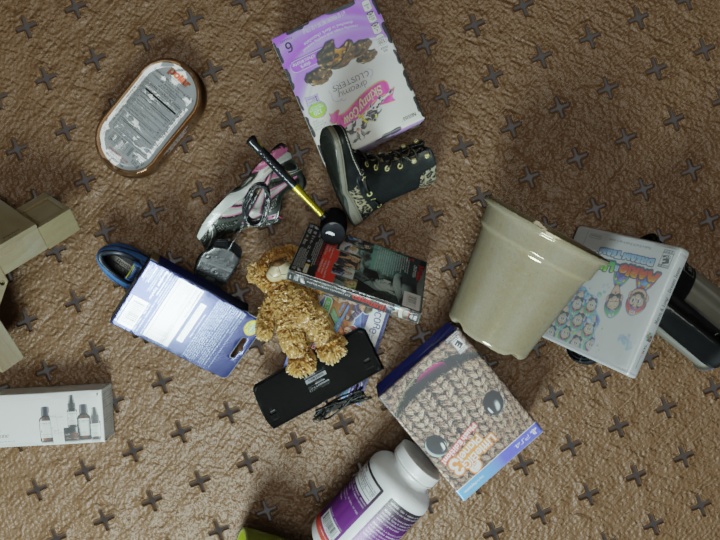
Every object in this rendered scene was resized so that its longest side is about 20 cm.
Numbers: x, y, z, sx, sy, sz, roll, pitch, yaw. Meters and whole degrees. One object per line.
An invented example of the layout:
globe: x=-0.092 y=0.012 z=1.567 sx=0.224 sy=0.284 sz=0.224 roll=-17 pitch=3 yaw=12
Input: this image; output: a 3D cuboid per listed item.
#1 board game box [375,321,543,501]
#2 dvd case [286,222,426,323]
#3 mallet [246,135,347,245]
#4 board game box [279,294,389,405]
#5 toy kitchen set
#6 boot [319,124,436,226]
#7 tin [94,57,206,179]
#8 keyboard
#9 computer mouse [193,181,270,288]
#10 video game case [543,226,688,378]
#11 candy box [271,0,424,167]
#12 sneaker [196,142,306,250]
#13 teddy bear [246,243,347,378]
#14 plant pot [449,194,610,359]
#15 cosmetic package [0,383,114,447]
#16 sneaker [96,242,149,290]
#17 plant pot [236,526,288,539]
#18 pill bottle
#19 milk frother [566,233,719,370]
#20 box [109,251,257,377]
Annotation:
board game box: x=0.145 y=0.208 z=1.032 sx=0.159 sy=0.097 sz=0.201 roll=-41 pitch=92 yaw=1
dvd case: x=0.000 y=0.000 z=1.006 sx=0.197 sy=0.147 sz=0.022 roll=17 pitch=122 yaw=-2
mallet: x=-0.091 y=-0.114 z=0.989 sx=0.041 sy=0.066 sz=0.200 roll=-39 pitch=118 yaw=16
board game box: x=-0.031 y=0.090 z=1.056 sx=0.133 sy=0.034 sz=0.203 roll=19 pitch=92 yaw=-1
toy kitchen set: x=-0.537 y=-0.002 z=1.040 sx=0.162 sy=0.182 sz=0.200 roll=26 pitch=52 yaw=34
boot: x=0.029 y=-0.160 z=0.982 sx=0.152 sy=0.204 sz=0.074 roll=-25 pitch=60 yaw=-4
tin: x=-0.321 y=-0.233 z=1.043 sx=0.112 sy=0.042 sz=0.201 roll=39 pitch=91 yaw=-6
keyboard: x=-0.058 y=0.177 z=1.034 sx=0.198 sy=0.040 sz=0.105 roll=-28 pitch=70 yaw=3
computer mouse: x=-0.189 y=-0.051 z=1.003 sx=0.058 sy=0.034 sz=0.201 roll=25 pitch=116 yaw=-28
video game case: x=0.355 y=0.037 z=0.985 sx=0.023 sy=0.200 sz=0.185 roll=22 pitch=92 yaw=-27
candy box: x=-0.017 y=-0.282 z=1.027 sx=0.166 sy=0.072 sz=0.203 roll=-24 pitch=92 yaw=0
sneaker: x=-0.163 y=-0.095 z=1.031 sx=0.200 sy=0.080 sz=0.086 roll=-43 pitch=102 yaw=6
teddy bear: x=-0.096 y=0.058 z=1.005 sx=0.142 sy=0.067 sz=0.204 roll=-9 pitch=85 yaw=12
plant pot: x=0.228 y=0.019 z=0.995 sx=0.198 sy=0.201 sz=0.186 roll=26 pitch=103 yaw=-1
cosmetic package: x=-0.487 y=0.224 z=1.047 sx=0.196 sy=0.051 sz=0.084 roll=-4 pitch=91 yaw=-1
sneaker: x=-0.309 y=0.022 z=1.031 sx=0.198 sy=0.078 sz=0.067 roll=28 pitch=89 yaw=-3
plant pot: x=-0.093 y=0.493 z=1.011 sx=0.197 sy=0.187 sz=0.191 roll=12 pitch=92 yaw=-14
pill bottle: x=0.026 y=0.352 z=1.016 sx=0.112 sy=0.112 sz=0.200 roll=42 pitch=99 yaw=-2
milk frother: x=0.443 y=0.088 z=1.029 sx=0.187 sy=0.181 sz=0.200 roll=37 pitch=134 yaw=-1
box: x=-0.255 y=0.072 z=1.021 sx=0.199 sy=0.033 sz=0.122 roll=32 pitch=105 yaw=-22
